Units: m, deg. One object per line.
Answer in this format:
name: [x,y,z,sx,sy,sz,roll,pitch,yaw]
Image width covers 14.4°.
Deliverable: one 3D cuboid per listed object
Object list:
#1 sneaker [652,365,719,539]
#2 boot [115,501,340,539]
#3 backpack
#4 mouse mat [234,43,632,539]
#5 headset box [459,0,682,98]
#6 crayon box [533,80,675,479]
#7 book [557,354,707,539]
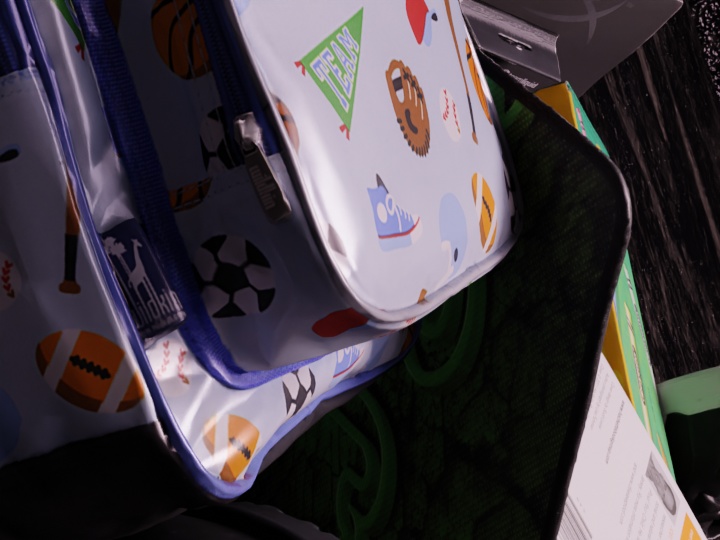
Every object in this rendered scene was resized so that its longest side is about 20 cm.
sneaker: [0.113,0.107,1.051,0.073,0.199,0.112,5,67,-51]
boot: [-0.045,0.107,0.597,0.162,0.198,0.074,-1,109,-48]
backpack: [-0.060,-0.044,0.641,0.191,0.154,0.200,62,16,-1]
mouse mat: [0.006,0.026,0.752,0.161,0.008,0.201,44,-48,44]
headset box: [0.026,-0.155,1.081,0.148,0.075,0.201,17,40,-48]
crayon box: [0.043,0.044,1.005,0.058,0.118,0.201,53,24,-57]
book: [0.089,0.135,0.830,0.201,0.048,0.134,63,20,-16]
